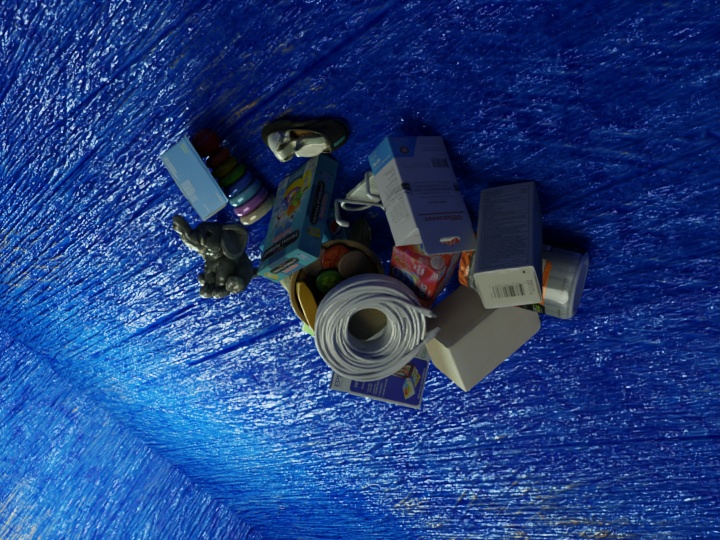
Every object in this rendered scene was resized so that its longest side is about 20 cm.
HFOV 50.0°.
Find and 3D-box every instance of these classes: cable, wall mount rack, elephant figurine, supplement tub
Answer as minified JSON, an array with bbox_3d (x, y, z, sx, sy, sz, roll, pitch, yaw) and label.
[{"bbox_3d":[0.016,0.098,1.370,0.199,0.069,0.200,37,104,-20],"label":"cable"},{"bbox_3d":[0.056,-0.119,1.373,0.172,0.075,0.200,4,158,-29],"label":"wall mount rack"},{"bbox_3d":[-0.311,-0.051,1.689,0.140,0.155,0.202,-12,106,1],"label":"elephant figurine"},{"bbox_3d":[0.275,0.001,1.305,0.198,0.123,0.123,14,142,23],"label":"supplement tub"}]

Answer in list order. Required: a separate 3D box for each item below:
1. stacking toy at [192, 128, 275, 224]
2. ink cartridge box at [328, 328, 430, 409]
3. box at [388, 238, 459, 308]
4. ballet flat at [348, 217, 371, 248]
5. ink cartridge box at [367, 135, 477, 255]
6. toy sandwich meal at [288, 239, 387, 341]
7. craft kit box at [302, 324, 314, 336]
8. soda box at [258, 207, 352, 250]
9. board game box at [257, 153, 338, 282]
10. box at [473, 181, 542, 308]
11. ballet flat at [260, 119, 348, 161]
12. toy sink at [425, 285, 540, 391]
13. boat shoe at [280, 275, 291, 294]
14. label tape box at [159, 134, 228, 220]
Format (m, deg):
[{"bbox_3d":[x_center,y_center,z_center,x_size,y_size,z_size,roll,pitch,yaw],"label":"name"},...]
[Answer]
[{"bbox_3d":[-0.256,-0.189,1.512,0.085,0.086,0.200,-14,121,46],"label":"stacking toy"},{"bbox_3d":[0.047,0.161,1.560,0.198,0.200,0.047,15,174,-13],"label":"ink cartridge box"},{"bbox_3d":[0.115,-0.017,1.375,0.095,0.100,0.200,34,162,11],"label":"box"},{"bbox_3d":[0.000,0.000,1.494,0.046,0.202,0.067,4,-178,-19],"label":"ballet flat"},{"bbox_3d":[0.099,-0.108,1.218,0.068,0.115,0.202,-38,64,52],"label":"ink cartridge box"},{"bbox_3d":[-0.035,0.044,1.414,0.205,0.205,0.070,50,-178,-25],"label":"toy sandwich meal"},{"bbox_3d":[-0.025,0.120,1.747,0.196,0.049,0.201,30,145,7],"label":"craft kit box"},{"bbox_3d":[-0.113,-0.065,1.561,0.199,0.068,0.064,-12,127,45],"label":"soda box"},{"bbox_3d":[-0.115,-0.095,1.408,0.047,0.202,0.151,25,150,-27],"label":"board game box"},{"bbox_3d":[0.233,-0.043,1.201,0.094,0.201,0.078,-7,132,21],"label":"box"},{"bbox_3d":[-0.113,-0.230,1.359,0.199,0.069,0.068,0,135,37],"label":"ballet flat"},{"bbox_3d":[0.222,0.102,1.457,0.112,0.200,0.131,38,161,47],"label":"toy sink"},{"bbox_3d":[-0.119,0.033,1.629,0.200,0.073,0.063,46,140,31],"label":"boat shoe"},{"bbox_3d":[-0.319,-0.173,1.481,0.145,0.063,0.200,57,173,-8],"label":"label tape box"}]
